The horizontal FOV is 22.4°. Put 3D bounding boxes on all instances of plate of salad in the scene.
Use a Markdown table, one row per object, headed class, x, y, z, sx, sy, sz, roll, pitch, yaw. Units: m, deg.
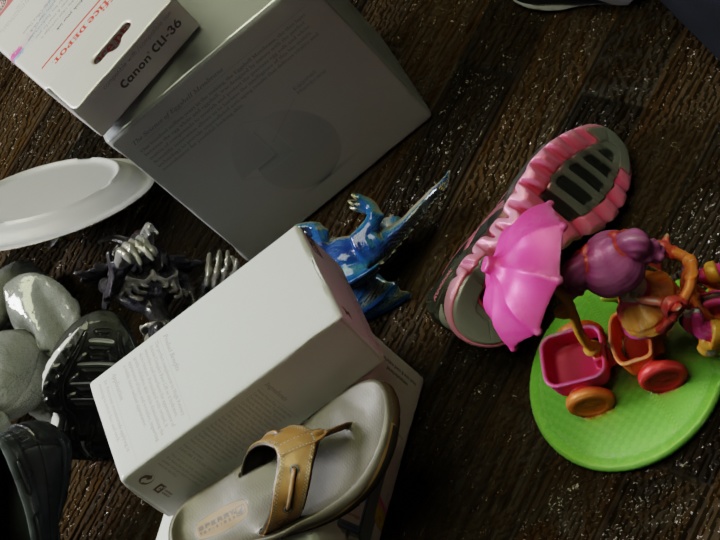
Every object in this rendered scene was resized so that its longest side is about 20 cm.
| class | x | y | z | sx | sy | sz | roll | pitch | yaw |
| --- | --- | --- | --- | --- | --- | --- | --- | --- | --- |
| plate of salad | -0.272 | -0.050 | 1.588 | 0.198 | 0.048 | 0.200 | -12 | 21 | 5 |

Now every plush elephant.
| class | x | y | z | sx | sy | sz | roll | pitch | yaw |
| --- | --- | --- | --- | --- | --- | --- | --- | --- | --- |
| plush elephant | -0.304 | 0.074 | 1.516 | 0.155 | 0.200 | 0.165 | 40 | 82 | 24 |

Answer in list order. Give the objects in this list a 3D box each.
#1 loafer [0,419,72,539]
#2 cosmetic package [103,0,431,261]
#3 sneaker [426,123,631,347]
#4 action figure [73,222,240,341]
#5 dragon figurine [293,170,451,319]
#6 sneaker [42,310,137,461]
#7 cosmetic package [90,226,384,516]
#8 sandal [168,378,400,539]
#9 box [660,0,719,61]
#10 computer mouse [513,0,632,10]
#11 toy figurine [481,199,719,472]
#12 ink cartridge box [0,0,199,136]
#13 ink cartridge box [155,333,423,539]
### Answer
| class | x | y | z | sx | sy | sz | roll | pitch | yaw |
| --- | --- | --- | --- | --- | --- | --- | --- | --- | --- |
| loafer | -0.266 | 0.216 | 1.410 | 0.068 | 0.070 | 0.203 | 13 | 104 | 37 |
| cosmetic package | -0.088 | -0.149 | 1.461 | 0.199 | 0.200 | 0.123 | -38 | 49 | 9 |
| sneaker | 0.118 | -0.029 | 1.341 | 0.200 | 0.079 | 0.095 | -48 | 12 | -16 |
| action figure | -0.152 | 0.019 | 1.467 | 0.201 | 0.118 | 0.102 | 58 | 135 | 35 |
| dragon figurine | 0.000 | 0.000 | 1.408 | 0.199 | 0.059 | 0.100 | -22 | 54 | 23 |
| sneaker | -0.213 | 0.079 | 1.428 | 0.073 | 0.201 | 0.080 | 3 | 61 | -11 |
| cosmetic package | -0.090 | 0.073 | 1.305 | 0.199 | 0.074 | 0.102 | -35 | 48 | 10 |
| sandal | -0.059 | 0.141 | 1.253 | 0.199 | 0.055 | 0.082 | -29 | 52 | 17 |
| box | 0.307 | -0.248 | 1.278 | 0.199 | 0.123 | 0.199 | -34 | 51 | -1 |
| computer mouse | 0.195 | -0.242 | 1.427 | 0.199 | 0.044 | 0.111 | 3 | 67 | 35 |
| toy figurine | 0.165 | 0.023 | 1.199 | 0.199 | 0.184 | 0.151 | -20 | 54 | 23 |
| ink cartridge box | -0.204 | -0.182 | 1.380 | 0.117 | 0.067 | 0.200 | -49 | 42 | -1 |
| ink cartridge box | -0.055 | 0.150 | 1.340 | 0.144 | 0.087 | 0.201 | 0 | 63 | 35 |
